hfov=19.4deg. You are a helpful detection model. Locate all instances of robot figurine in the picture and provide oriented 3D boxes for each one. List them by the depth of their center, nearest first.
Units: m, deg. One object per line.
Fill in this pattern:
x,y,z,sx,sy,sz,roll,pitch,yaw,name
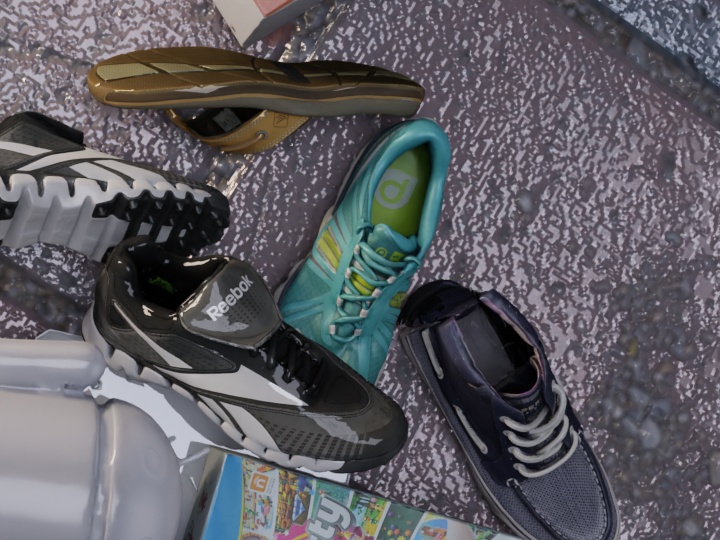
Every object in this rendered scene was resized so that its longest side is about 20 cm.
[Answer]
-0.183,0.120,1.140,0.199,0.113,0.170,8,98,-13,robot figurine

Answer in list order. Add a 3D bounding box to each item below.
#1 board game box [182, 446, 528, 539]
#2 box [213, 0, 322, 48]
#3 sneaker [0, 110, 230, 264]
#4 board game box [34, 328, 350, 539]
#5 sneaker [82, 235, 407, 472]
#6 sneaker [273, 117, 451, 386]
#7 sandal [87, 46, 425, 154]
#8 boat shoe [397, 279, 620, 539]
-0.010,0.200,1.213,0.199,0.064,0.148,17,86,-12,board game box
-0.013,-0.238,1.226,0.200,0.097,0.125,-33,93,-12,box
-0.168,-0.052,1.201,0.199,0.067,0.091,1,50,-31,sneaker
-0.116,0.153,1.234,0.199,0.026,0.201,14,86,-13,board game box
-0.064,0.042,1.155,0.200,0.091,0.067,26,51,14,sneaker
0.000,0.000,1.230,0.077,0.080,0.201,22,79,-10,sneaker
-0.060,-0.095,1.235,0.199,0.080,0.054,2,110,-18,sandal
0.097,0.095,1.251,0.075,0.093,0.200,-39,97,-11,boat shoe
